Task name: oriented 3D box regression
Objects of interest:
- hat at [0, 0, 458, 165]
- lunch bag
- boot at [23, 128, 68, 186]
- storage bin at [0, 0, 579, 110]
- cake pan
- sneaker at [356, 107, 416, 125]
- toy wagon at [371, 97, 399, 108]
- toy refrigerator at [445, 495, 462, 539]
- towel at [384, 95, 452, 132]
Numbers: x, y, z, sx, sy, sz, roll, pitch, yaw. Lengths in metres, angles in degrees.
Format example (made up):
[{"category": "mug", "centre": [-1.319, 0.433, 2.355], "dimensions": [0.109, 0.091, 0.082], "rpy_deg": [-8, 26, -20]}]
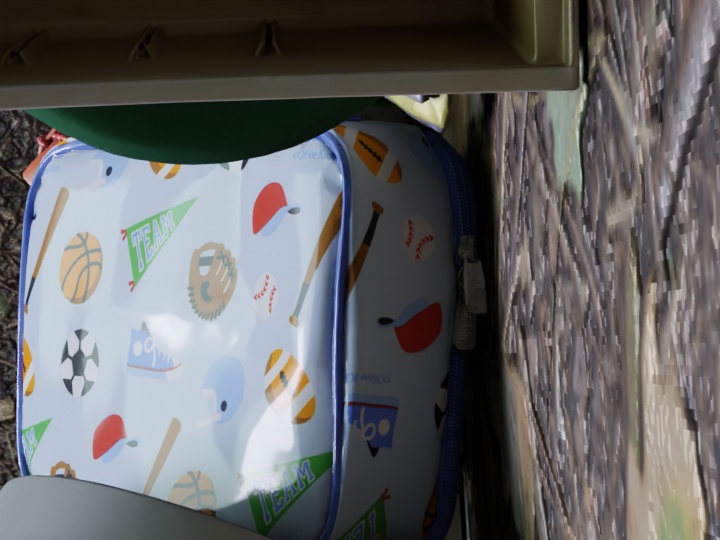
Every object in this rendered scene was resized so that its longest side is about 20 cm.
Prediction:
[{"category": "hat", "centre": [-0.050, -0.145, 0.614], "dimensions": [0.176, 0.164, 0.202], "rpy_deg": [-99, 3, -77]}, {"category": "lunch bag", "centre": [-0.041, 0.019, 0.702], "dimensions": [0.199, 0.075, 0.162], "rpy_deg": [1, 87, 47]}, {"category": "boot", "centre": [-0.100, -0.071, 0.923], "dimensions": [0.075, 0.106, 0.202], "rpy_deg": [-123, 30, -63]}, {"category": "storage bin", "centre": [-0.055, -0.143, 0.475], "dimensions": [0.094, 0.198, 0.200], "rpy_deg": [-99, 6, -77]}, {"category": "cake pan", "centre": [-0.041, 0.118, 0.653], "dimensions": [0.200, 0.199, 0.037], "rpy_deg": [97, -166, -70]}, {"category": "sneaker", "centre": [0.000, 0.000, 0.842], "dimensions": [0.201, 0.075, 0.116], "rpy_deg": [77, 179, -64]}, {"category": "toy wagon", "centre": [0.009, -0.147, 0.693], "dimensions": [0.200, 0.039, 0.157], "rpy_deg": [107, 159, -80]}, {"category": "toy refrigerator", "centre": [0.000, 0.125, 0.781], "dimensions": [0.070, 0.075, 0.202], "rpy_deg": [123, 144, -84]}, {"category": "towel", "centre": [-0.032, -0.141, 0.648], "dimensions": [0.200, 0.023, 0.145], "rpy_deg": [33, 132, 40]}]
